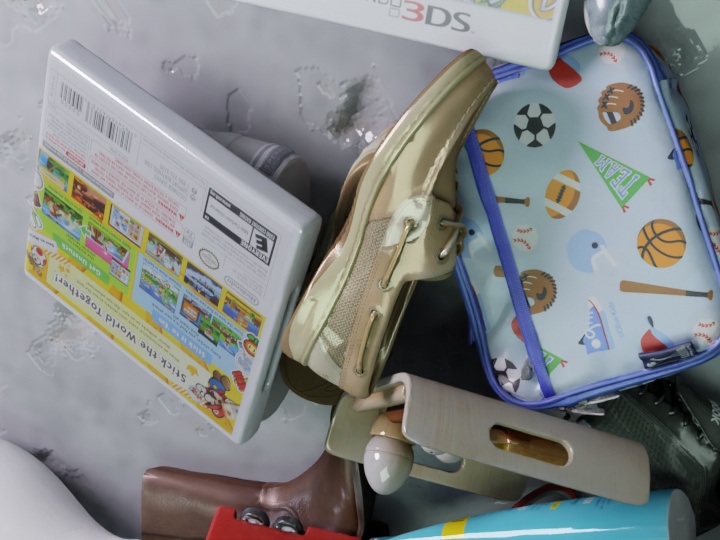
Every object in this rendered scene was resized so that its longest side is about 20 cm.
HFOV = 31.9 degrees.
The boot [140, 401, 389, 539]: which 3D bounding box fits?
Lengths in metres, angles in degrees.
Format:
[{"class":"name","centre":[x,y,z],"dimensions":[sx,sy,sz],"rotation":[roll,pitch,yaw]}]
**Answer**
[{"class":"boot","centre":[-0.082,0.153,0.908],"dimensions":[0.197,0.064,0.189],"rotation":[6,119,16]}]

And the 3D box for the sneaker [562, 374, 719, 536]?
[{"class":"sneaker","centre":[0.186,0.092,0.796],"dimensions":[0.090,0.067,0.201],"rotation":[-25,113,23]}]

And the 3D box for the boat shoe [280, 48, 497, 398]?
[{"class":"boat shoe","centre":[0.028,-0.023,0.683],"dimensions":[0.064,0.071,0.202],"rotation":[33,114,9]}]

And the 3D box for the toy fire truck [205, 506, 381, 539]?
[{"class":"toy fire truck","centre":[-0.065,0.234,0.896],"dimensions":[0.197,0.049,0.142],"rotation":[12,133,5]}]

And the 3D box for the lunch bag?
[{"class":"lunch bag","centre":[0.120,-0.021,0.708],"dimensions":[0.158,0.075,0.203],"rotation":[-17,88,20]}]

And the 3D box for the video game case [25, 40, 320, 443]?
[{"class":"video game case","centre":[-0.124,-0.014,0.774],"dimensions":[0.199,0.023,0.183],"rotation":[35,132,18]}]

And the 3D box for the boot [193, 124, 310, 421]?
[{"class":"boot","centre":[-0.087,-0.001,0.827],"dimensions":[0.095,0.073,0.202],"rotation":[20,123,23]}]

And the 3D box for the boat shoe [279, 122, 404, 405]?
[{"class":"boat shoe","centre":[0.000,0.000,0.796],"dimensions":[0.071,0.065,0.202],"rotation":[18,125,0]}]

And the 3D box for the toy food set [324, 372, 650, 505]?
[{"class":"toy food set","centre":[0.066,0.113,0.745],"dimensions":[0.142,0.200,0.061],"rotation":[17,78,-11]}]

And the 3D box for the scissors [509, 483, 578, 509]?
[{"class":"scissors","centre":[0.080,0.227,0.860],"dimensions":[0.199,0.014,0.073],"rotation":[-37,80,-4]}]

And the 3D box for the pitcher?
[{"class":"pitcher","centre":[-0.259,0.212,0.964],"dimensions":[0.198,0.122,0.172],"rotation":[25,157,9]}]

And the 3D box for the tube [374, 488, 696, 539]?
[{"class":"tube","centre":[0.112,0.171,0.807],"dimensions":[0.198,0.051,0.077],"rotation":[-10,160,32]}]

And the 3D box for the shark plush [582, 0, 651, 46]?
[{"class":"shark plush","centre":[0.165,-0.210,0.621],"dimensions":[0.090,0.084,0.201],"rotation":[31,122,-3]}]

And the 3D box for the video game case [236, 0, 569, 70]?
[{"class":"video game case","centre":[0.031,-0.216,0.630],"dimensions":[0.179,0.023,0.203],"rotation":[14,118,7]}]
